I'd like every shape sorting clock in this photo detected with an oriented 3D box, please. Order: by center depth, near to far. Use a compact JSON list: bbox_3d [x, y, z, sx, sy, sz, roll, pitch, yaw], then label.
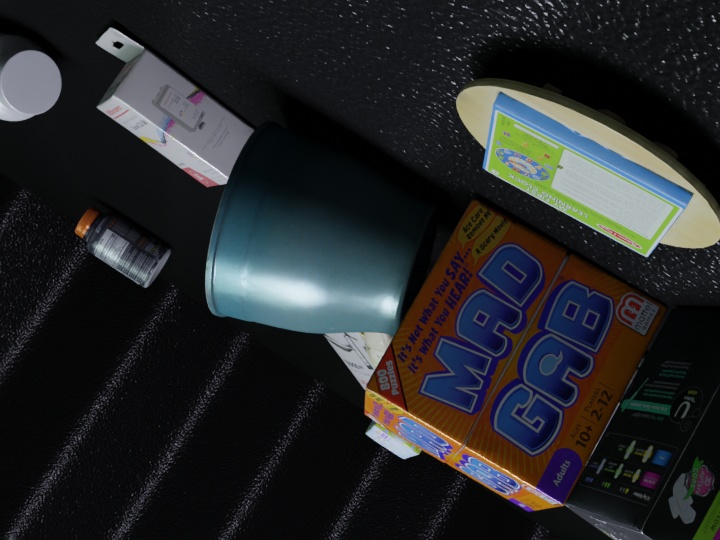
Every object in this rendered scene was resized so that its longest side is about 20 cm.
[{"bbox_3d":[0.154,-0.072,0.770,0.199,0.039,0.200,30,169,6],"label":"shape sorting clock"}]

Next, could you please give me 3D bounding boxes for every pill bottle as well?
[{"bbox_3d":[-0.475,-0.258,1.505,0.199,0.112,0.111,19,163,49],"label":"pill bottle"},{"bbox_3d":[-0.524,-0.058,2.485,0.199,0.107,0.106,34,169,-3],"label":"pill bottle"}]

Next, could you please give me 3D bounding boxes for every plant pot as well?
[{"bbox_3d":[-0.028,-0.026,1.117,0.187,0.201,0.200,16,166,10],"label":"plant pot"}]

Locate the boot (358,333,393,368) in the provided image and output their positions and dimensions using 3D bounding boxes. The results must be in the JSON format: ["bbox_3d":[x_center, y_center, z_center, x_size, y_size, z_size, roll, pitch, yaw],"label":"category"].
[{"bbox_3d":[0.000,0.000,1.303,0.155,0.072,0.201,68,-179,-53],"label":"boot"}]

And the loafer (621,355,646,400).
[{"bbox_3d":[0.337,0.158,1.181,0.199,0.063,0.072,34,169,-6],"label":"loafer"}]

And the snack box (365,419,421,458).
[{"bbox_3d":[0.087,0.124,1.366,0.067,0.201,0.169,31,168,3],"label":"snack box"}]

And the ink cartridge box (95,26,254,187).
[{"bbox_3d":[-0.219,-0.178,1.261,0.200,0.068,0.116,36,168,-18],"label":"ink cartridge box"}]

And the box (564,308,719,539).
[{"bbox_3d":[0.294,0.154,0.931,0.148,0.201,0.124,35,168,-15],"label":"box"}]

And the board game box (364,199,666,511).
[{"bbox_3d":[0.137,0.090,1.083,0.199,0.201,0.200,29,168,6],"label":"board game box"}]

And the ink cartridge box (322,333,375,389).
[{"bbox_3d":[0.011,0.077,1.556,0.201,0.084,0.146,54,160,-19],"label":"ink cartridge box"}]
